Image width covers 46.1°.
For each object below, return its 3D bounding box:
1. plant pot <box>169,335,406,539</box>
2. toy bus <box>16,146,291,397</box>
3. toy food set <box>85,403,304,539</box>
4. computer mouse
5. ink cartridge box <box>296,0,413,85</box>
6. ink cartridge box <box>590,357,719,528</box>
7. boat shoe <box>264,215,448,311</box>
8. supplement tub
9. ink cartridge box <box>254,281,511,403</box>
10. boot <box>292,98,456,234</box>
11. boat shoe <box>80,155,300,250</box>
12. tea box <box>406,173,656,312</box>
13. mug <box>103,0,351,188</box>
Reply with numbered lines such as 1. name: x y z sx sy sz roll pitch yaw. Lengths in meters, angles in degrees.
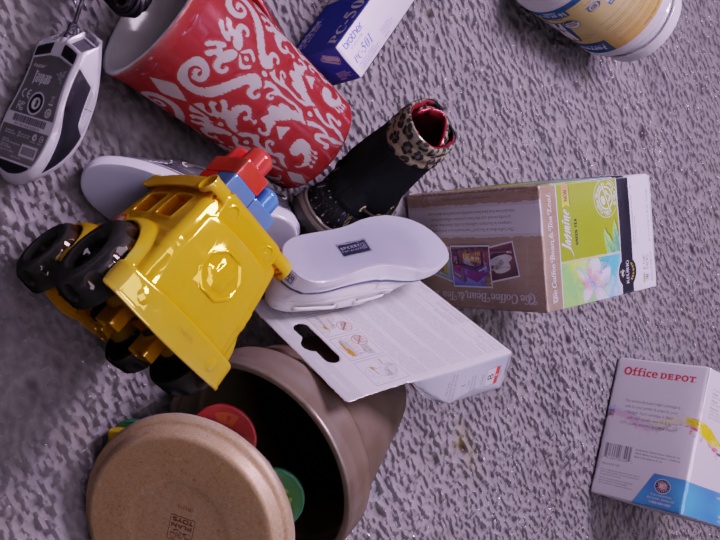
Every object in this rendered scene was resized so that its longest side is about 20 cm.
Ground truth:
1. plant pot: -0.049 0.144 0.798 0.173 0.199 0.201 -31 110 -53
2. toy bus: -0.152 -0.019 0.681 0.136 0.200 0.192 50 63 -33
3. toy food set: -0.142 0.210 0.725 0.049 0.199 0.199 -37 126 -72
4. computer mouse: -0.239 -0.161 0.697 0.044 0.109 0.201 26 86 -59
5. ink cartridge box: 0.008 -0.277 0.881 0.044 0.094 0.200 44 64 -30
6. ink cartridge box: 0.446 0.243 1.202 0.146 0.146 0.201 24 76 -35
7. boat shoe: -0.004 -0.004 0.793 0.199 0.065 0.074 -5 55 -38
8. supplement tub: 0.303 -0.364 1.083 0.199 0.144 0.145 19 79 -37
9. ink cartridge box: 0.017 0.071 0.789 0.199 0.162 0.050 -12 127 -36
10. boot: 0.037 -0.104 0.836 0.074 0.154 0.203 55 30 2
11. boat shoe: -0.150 -0.070 0.774 0.199 0.070 0.066 12 38 -18
12. tea box: 0.192 -0.034 0.962 0.196 0.200 0.134 -11 98 -38
13. mug: -0.102 -0.191 0.774 0.200 0.133 0.178 37 70 -36
